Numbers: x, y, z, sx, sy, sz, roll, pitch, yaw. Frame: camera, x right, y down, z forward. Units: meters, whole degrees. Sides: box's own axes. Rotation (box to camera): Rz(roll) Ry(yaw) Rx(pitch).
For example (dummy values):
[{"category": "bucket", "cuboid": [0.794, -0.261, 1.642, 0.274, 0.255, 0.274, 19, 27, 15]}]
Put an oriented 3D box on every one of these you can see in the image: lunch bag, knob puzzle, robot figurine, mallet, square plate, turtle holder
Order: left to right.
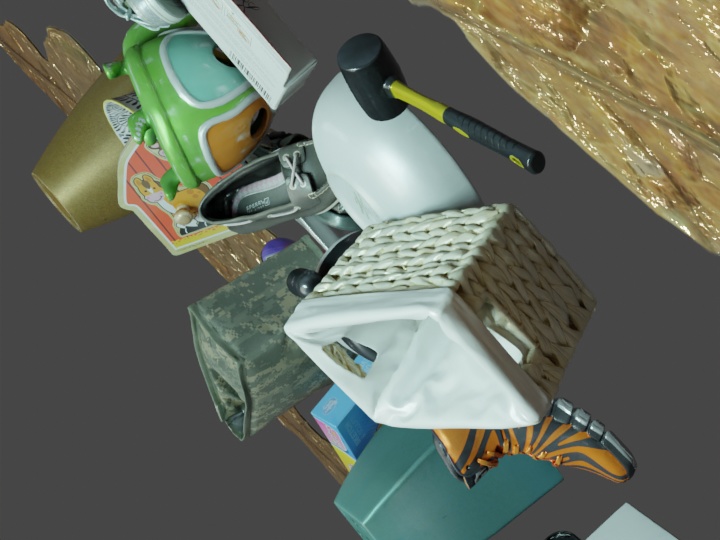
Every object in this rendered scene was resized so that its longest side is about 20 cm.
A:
[{"category": "turtle holder", "cuboid": [-0.158, -0.169, 1.600, 0.186, 0.132, 0.141, -116, 1, -56]}, {"category": "knob puzzle", "cuboid": [-0.164, -0.096, 1.755, 0.220, 0.219, 0.030, 62, -162, -48]}, {"category": "lunch bag", "cuboid": [-0.089, 0.085, 1.851, 0.118, 0.164, 0.200, 46, 157, 30]}, {"category": "square plate", "cuboid": [0.000, 0.000, 1.770, 0.198, 0.028, 0.200, 46, 179, 11]}, {"category": "robot figurine", "cuboid": [0.025, 0.026, 1.561, 0.150, 0.125, 0.200, 50, 172, -13]}, {"category": "mallet", "cuboid": [0.055, -0.120, 1.213, 0.200, 0.041, 0.066, 30, 162, 49]}]

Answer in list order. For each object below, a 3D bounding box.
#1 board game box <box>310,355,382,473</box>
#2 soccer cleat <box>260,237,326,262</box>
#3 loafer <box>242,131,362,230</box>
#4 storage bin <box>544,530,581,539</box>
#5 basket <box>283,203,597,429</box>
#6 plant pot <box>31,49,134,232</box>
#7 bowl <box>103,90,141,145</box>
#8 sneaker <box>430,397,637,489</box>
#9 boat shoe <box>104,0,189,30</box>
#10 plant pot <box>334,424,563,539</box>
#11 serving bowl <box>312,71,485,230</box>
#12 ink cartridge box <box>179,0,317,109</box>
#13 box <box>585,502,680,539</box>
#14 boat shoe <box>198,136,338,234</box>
[{"category": "board game box", "cuboid": [0.035, 0.165, 1.923, 0.040, 0.153, 0.200, 27, 158, 35]}, {"category": "soccer cleat", "cuboid": [-0.052, -0.001, 1.975, 0.200, 0.068, 0.073, 40, 146, 45]}, {"category": "loafer", "cuboid": [-0.048, -0.103, 1.628, 0.200, 0.072, 0.063, 36, 123, 45]}, {"category": "storage bin", "cuboid": [0.217, 0.418, 1.945, 0.135, 0.200, 0.094, 38, 165, 46]}, {"category": "basket", "cuboid": [0.064, 0.035, 1.307, 0.136, 0.123, 0.200, 47, 150, -24]}, {"category": "plant pot", "cuboid": [-0.291, -0.145, 2.032, 0.186, 0.200, 0.186, 47, 168, 13]}, {"category": "bowl", "cuboid": [-0.186, -0.144, 1.886, 0.201, 0.094, 0.201, 42, 165, 15]}, {"category": "sneaker", "cuboid": [0.144, 0.161, 1.527, 0.200, 0.112, 0.078, 31, 167, 8]}, {"category": "boat shoe", "cuboid": [-0.212, -0.263, 1.577, 0.074, 0.065, 0.202, 40, -172, -32]}, {"category": "plant pot", "cuboid": [0.082, 0.226, 1.832, 0.141, 0.200, 0.141, 53, 169, -20]}, {"category": "serving bowl", "cuboid": [0.024, -0.070, 1.414, 0.200, 0.066, 0.200, 46, 168, 12]}, {"category": "ink cartridge box", "cuboid": [-0.116, -0.239, 1.438, 0.200, 0.045, 0.176, 49, 170, -1]}, {"category": "box", "cuboid": [0.302, 0.349, 1.631, 0.152, 0.106, 0.200, 35, 162, 53]}, {"category": "boat shoe", "cuboid": [-0.077, -0.077, 1.568, 0.200, 0.057, 0.067, -24, 74, 48]}]
